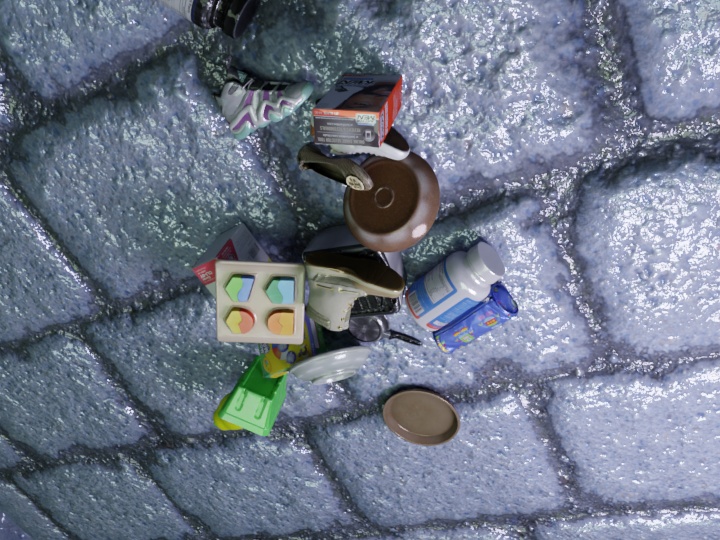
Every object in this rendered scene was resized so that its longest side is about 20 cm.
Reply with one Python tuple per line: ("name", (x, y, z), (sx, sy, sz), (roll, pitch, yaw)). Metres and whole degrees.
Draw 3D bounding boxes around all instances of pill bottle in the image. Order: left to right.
("pill bottle", (-0.279, -0.481, 1.012), (0.199, 0.112, 0.112), (30, 127, -7))
("pill bottle", (0.194, 0.031, 1.234), (0.112, 0.112, 0.200), (41, 125, -14))

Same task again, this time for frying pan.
("frying pan", (0.040, 0.151, 1.418), (0.190, 0.031, 0.115), (40, 127, -10))

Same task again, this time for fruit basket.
("fruit basket", (-0.285, 0.345, 1.536), (0.155, 0.216, 0.216), (23, 127, -1))

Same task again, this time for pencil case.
("pencil case", (0.241, 0.105, 1.292), (0.087, 0.078, 0.200), (22, 134, -37))

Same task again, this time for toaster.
("toaster", (0.000, 0.000, 1.264), (0.199, 0.119, 0.181), (-8, 122, 21))

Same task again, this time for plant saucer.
("plant saucer", (-0.066, 0.229, 1.409), (0.200, 0.200, 0.050), (-26, 70, 30))
("plant saucer", (0.049, -0.135, 1.131), (0.199, 0.037, 0.201), (-3, 82, 24))
("plant saucer", (0.156, 0.371, 1.536), (0.199, 0.030, 0.201), (8, 126, 10))

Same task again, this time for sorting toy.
("sorting toy", (-0.209, 0.072, 1.255), (0.184, 0.037, 0.201), (2, 116, -4))

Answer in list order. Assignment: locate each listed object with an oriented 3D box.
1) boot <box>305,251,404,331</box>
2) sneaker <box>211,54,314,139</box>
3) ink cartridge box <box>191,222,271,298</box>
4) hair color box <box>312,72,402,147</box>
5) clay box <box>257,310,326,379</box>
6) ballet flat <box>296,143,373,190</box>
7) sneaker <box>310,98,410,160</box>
("boot", (-0.015, 0.054, 1.188), (0.199, 0.072, 0.155), (14, 126, 12))
("sneaker", (-0.194, -0.338, 1.109), (0.199, 0.078, 0.140), (-20, 117, 27))
("ink cartridge box", (-0.257, 0.021, 1.336), (0.083, 0.145, 0.200), (-22, 115, 28))
("hair color box", (0.000, -0.276, 1.019), (0.110, 0.200, 0.064), (6, 126, 11))
("clay box", (-0.178, 0.183, 1.450), (0.199, 0.115, 0.048), (-25, 158, 28))
("ballet flat", (-0.055, -0.188, 1.131), (0.200, 0.046, 0.068), (31, 155, 37))
("sneaker", (-0.003, -0.245, 1.129), (0.199, 0.073, 0.085), (28, 131, 9))
